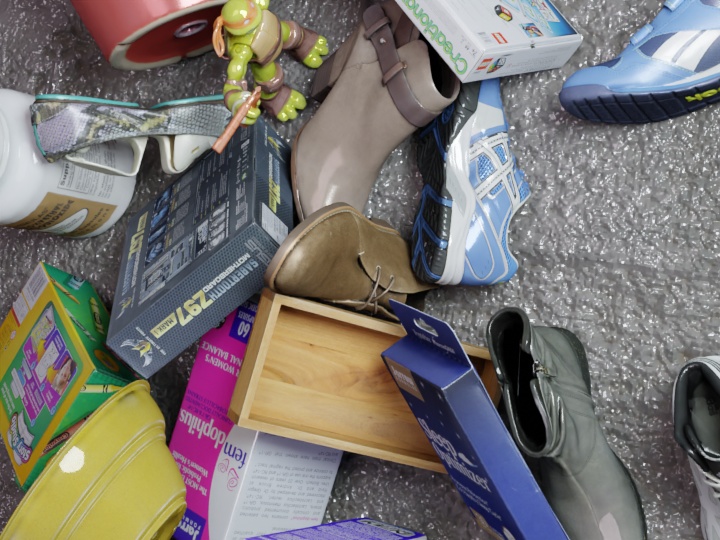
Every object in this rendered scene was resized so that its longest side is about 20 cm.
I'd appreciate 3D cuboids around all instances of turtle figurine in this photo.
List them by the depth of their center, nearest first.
[{"bbox_3d":[-0.082,-0.175,1.110,0.064,0.161,0.202,9,80,16],"label":"turtle figurine"}]

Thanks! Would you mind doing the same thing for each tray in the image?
[{"bbox_3d":[0.008,0.087,1.044,0.037,0.199,0.099,21,95,67],"label":"tray"}]

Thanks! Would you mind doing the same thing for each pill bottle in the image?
[{"bbox_3d":[-0.292,-0.093,1.189,0.113,0.200,0.115,-3,84,26],"label":"pill bottle"}]

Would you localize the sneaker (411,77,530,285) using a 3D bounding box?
[{"bbox_3d":[0.089,-0.080,1.084,0.076,0.076,0.202,152,129,-66],"label":"sneaker"}]

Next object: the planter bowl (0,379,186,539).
[{"bbox_3d":[-0.188,0.188,1.040,0.083,0.200,0.201,34,100,7],"label":"planter bowl"}]

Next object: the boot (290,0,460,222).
[{"bbox_3d":[0.016,-0.118,1.094,0.146,0.070,0.202,-18,67,45],"label":"boot"}]

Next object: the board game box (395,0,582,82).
[{"bbox_3d":[0.068,-0.232,1.070,0.200,0.126,0.035,54,131,20],"label":"board game box"}]

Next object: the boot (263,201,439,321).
[{"bbox_3d":[0.000,0.000,1.039,0.075,0.200,0.074,42,108,21],"label":"boot"}]

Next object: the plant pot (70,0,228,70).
[{"bbox_3d":[-0.175,-0.278,1.166,0.199,0.200,0.179,-24,85,22],"label":"plant pot"}]

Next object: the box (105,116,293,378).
[{"bbox_3d":[-0.126,-0.024,1.119,0.157,0.200,0.051,-37,115,16],"label":"box"}]

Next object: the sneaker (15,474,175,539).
[{"bbox_3d":[-0.218,0.216,1.187,0.199,0.083,0.075,24,95,25],"label":"sneaker"}]

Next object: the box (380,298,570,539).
[{"bbox_3d":[0.076,0.117,0.990,0.032,0.121,0.201,-32,107,-13],"label":"box"}]

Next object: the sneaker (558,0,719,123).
[{"bbox_3d":[0.239,-0.164,1.014,0.199,0.074,0.083,-16,76,16],"label":"sneaker"}]

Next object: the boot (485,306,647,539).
[{"bbox_3d":[0.139,0.128,0.997,0.067,0.130,0.201,-22,76,20],"label":"boot"}]

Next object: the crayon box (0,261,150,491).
[{"bbox_3d":[-0.257,0.092,1.183,0.119,0.058,0.200,-57,35,10],"label":"crayon box"}]

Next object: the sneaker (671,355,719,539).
[{"bbox_3d":[0.253,0.156,0.948,0.075,0.115,0.202,-22,76,22],"label":"sneaker"}]

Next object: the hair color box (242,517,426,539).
[{"bbox_3d":[-0.025,0.249,1.026,0.064,0.200,0.110,12,90,28],"label":"hair color box"}]

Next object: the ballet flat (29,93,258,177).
[{"bbox_3d":[-0.177,-0.113,1.158,0.072,0.199,0.073,14,106,59],"label":"ballet flat"}]

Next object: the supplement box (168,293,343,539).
[{"bbox_3d":[-0.078,0.127,1.108,0.101,0.103,0.202,19,95,44],"label":"supplement box"}]
